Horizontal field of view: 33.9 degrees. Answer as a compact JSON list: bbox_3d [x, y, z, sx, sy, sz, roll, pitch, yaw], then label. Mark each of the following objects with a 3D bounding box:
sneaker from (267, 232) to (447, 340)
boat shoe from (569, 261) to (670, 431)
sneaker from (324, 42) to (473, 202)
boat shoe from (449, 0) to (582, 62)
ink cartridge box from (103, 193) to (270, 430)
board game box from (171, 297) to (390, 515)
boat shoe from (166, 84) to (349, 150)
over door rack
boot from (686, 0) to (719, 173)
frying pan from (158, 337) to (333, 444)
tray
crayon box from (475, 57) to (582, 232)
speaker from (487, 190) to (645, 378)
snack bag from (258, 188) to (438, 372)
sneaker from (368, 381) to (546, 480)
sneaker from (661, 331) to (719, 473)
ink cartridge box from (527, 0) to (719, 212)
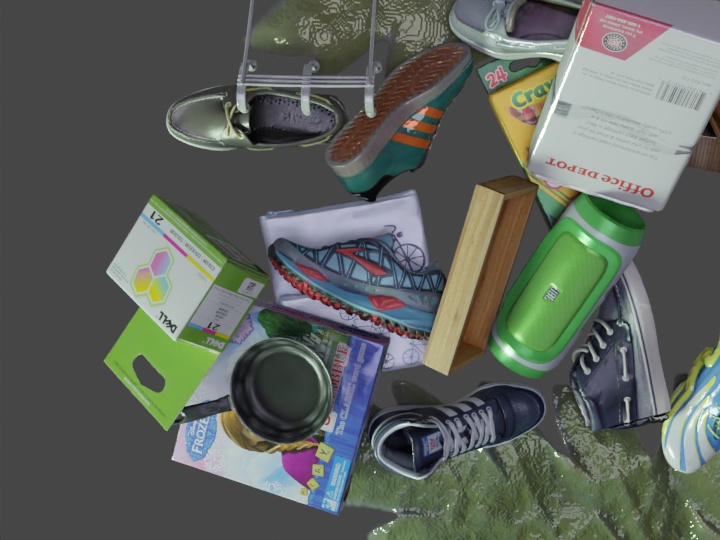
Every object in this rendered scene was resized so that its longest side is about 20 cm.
[{"bbox_3d":[0.000,0.000,1.269,0.200,0.079,0.096,24,79,-2],"label":"sneaker"},{"bbox_3d":[0.265,0.079,1.270,0.092,0.075,0.201,-15,96,-3],"label":"boat shoe"},{"bbox_3d":[0.051,-0.158,1.268,0.200,0.071,0.080,-44,134,-8],"label":"sneaker"},{"bbox_3d":[0.183,-0.256,1.220,0.202,0.065,0.075,22,74,25],"label":"boat shoe"},{"bbox_3d":[-0.210,0.045,1.259,0.148,0.076,0.200,38,97,37],"label":"ink cartridge box"},{"bbox_3d":[-0.088,0.142,1.298,0.199,0.041,0.201,16,100,9],"label":"board game box"},{"bbox_3d":[-0.114,-0.165,1.274,0.201,0.060,0.072,1,96,3],"label":"boat shoe"},{"bbox_3d":[-0.050,-0.253,1.249,0.147,0.067,0.201,1,70,3],"label":"over door rack"},{"bbox_3d":[0.409,-0.179,1.202,0.155,0.077,0.200,5,127,9],"label":"boot"},{"bbox_3d":[-0.111,0.149,1.265,0.190,0.031,0.115,-38,89,16],"label":"frying pan"},{"bbox_3d":[0.125,0.003,1.238,0.037,0.099,0.201,23,110,24],"label":"tray"},{"bbox_3d":[0.219,-0.153,1.263,0.127,0.051,0.200,-26,93,6],"label":"crayon box"},{"bbox_3d":[0.213,0.015,1.236,0.088,0.088,0.200,30,117,0],"label":"speaker"},{"bbox_3d":[-0.005,0.018,1.307,0.188,0.021,0.201,-9,95,5],"label":"snack bag"},{"bbox_3d":[0.105,0.173,1.273,0.199,0.109,0.070,-11,96,4],"label":"sneaker"},{"bbox_3d":[0.385,0.131,1.255,0.076,0.105,0.200,23,96,1],"label":"sneaker"},{"bbox_3d":[0.260,-0.172,1.144,0.146,0.083,0.200,17,133,1],"label":"ink cartridge box"}]
